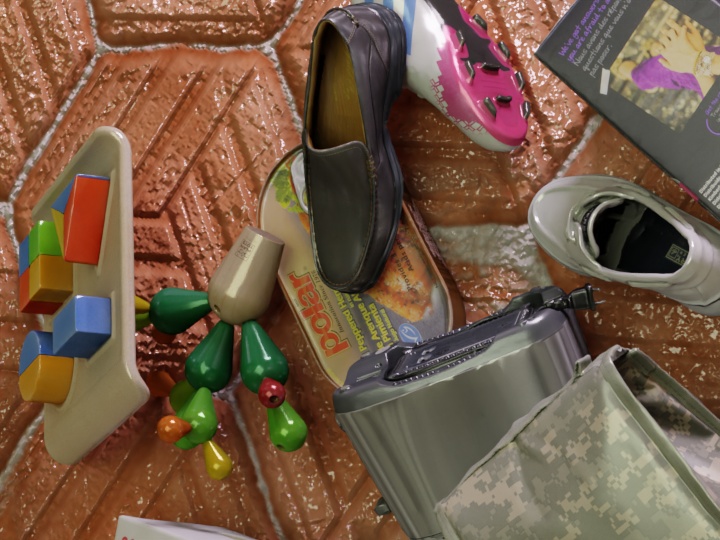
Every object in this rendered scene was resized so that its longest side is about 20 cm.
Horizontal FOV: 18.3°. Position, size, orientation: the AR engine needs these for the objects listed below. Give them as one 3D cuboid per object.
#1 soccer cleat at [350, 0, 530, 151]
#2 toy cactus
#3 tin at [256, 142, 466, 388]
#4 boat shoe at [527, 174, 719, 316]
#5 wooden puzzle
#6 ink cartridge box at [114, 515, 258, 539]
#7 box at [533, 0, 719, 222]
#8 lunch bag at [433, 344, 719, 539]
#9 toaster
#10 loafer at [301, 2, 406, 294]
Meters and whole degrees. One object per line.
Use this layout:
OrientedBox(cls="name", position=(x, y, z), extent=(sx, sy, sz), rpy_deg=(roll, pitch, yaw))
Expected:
OrientedBox(cls="soccer cleat", position=(0.046, -0.152, 1.566), extent=(0.086, 0.070, 0.201), rpy_deg=(-43, 67, 34))
OrientedBox(cls="toy cactus", position=(-0.108, 0.047, 1.577), extent=(0.200, 0.102, 0.166), rpy_deg=(31, 101, 42))
OrientedBox(cls="tin", position=(0.000, 0.000, 1.577), extent=(0.112, 0.042, 0.201), rpy_deg=(-30, 72, 14))
OrientedBox(cls="boat shoe", position=(0.168, -0.028, 1.450), extent=(0.200, 0.065, 0.074), rpy_deg=(18, 85, 52))
OrientedBox(cls="wooden puzzle", position=(-0.207, 0.021, 1.598), extent=(0.185, 0.046, 0.201), rpy_deg=(-39, 54, 57))
OrientedBox(cls="ink cartridge box", position=(-0.122, 0.279, 1.539), extent=(0.145, 0.087, 0.201), rpy_deg=(7, 84, 60))
OrientedBox(cls="box", position=(0.229, -0.107, 1.436), extent=(0.200, 0.122, 0.106), rpy_deg=(45, 103, 23))
OrientedBox(cls="lunch bag", position=(0.163, 0.161, 1.359), extent=(0.200, 0.118, 0.164), rpy_deg=(48, 115, 4))
OrientedBox(cls="toaster", position=(0.088, 0.097, 1.468), extent=(0.199, 0.114, 0.130), rpy_deg=(-22, 100, 14))
OrientedBox(cls="loafer", position=(-0.015, -0.082, 1.525), extent=(0.072, 0.072, 0.201), rpy_deg=(3, 96, 30))
